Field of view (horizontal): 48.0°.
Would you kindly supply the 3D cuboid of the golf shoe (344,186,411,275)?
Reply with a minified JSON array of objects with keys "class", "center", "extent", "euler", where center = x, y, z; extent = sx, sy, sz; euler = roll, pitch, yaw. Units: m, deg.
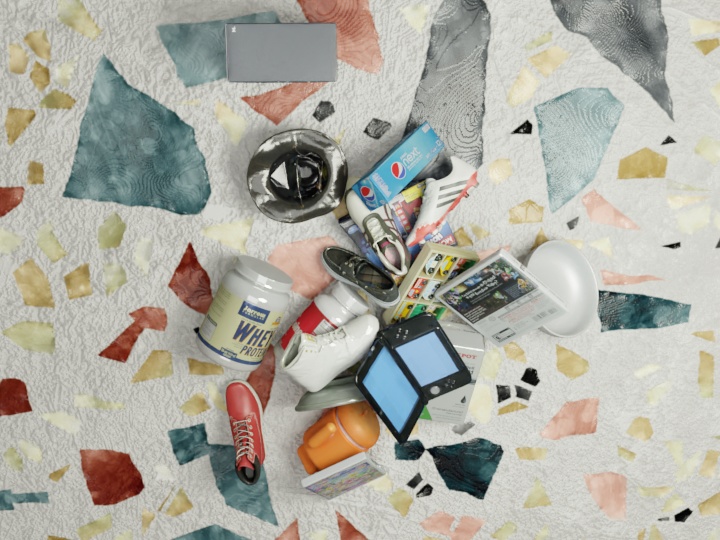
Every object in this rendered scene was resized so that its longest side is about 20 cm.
[{"class":"golf shoe","center":[0.040,-0.079,1.571],"extent":[0.077,0.088,0.200],"euler":[-33,101,7]}]

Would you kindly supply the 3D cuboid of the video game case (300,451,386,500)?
[{"class":"video game case","center":[-0.032,0.435,1.704],"extent":[0.143,0.200,0.018],"euler":[-25,63,3]}]

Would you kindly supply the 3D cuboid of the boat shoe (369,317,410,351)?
[{"class":"boat shoe","center":[0.049,0.168,1.662],"extent":[0.066,0.072,0.201],"euler":[15,134,-8]}]

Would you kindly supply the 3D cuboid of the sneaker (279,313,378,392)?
[{"class":"sneaker","center":[-0.064,0.143,1.560],"extent":[0.200,0.074,0.116],"euler":[-44,131,6]}]

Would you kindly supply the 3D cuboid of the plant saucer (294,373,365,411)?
[{"class":"plant saucer","center":[-0.040,0.244,1.652],"extent":[0.199,0.200,0.051],"euler":[-12,85,0]}]

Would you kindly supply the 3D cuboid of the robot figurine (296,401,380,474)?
[{"class":"robot figurine","center":[-0.040,0.350,1.703],"extent":[0.200,0.117,0.144],"euler":[-41,113,18]}]

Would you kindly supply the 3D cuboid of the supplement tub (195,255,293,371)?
[{"class":"supplement tub","center":[-0.231,0.086,1.628],"extent":[0.144,0.145,0.201],"euler":[25,101,-7]}]

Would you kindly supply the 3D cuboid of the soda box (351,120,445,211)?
[{"class":"soda box","center":[0.074,-0.202,1.561],"extent":[0.064,0.068,0.200],"euler":[51,58,-11]}]

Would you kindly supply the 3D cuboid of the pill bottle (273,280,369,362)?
[{"class":"pill bottle","center":[-0.077,0.123,1.660],"extent":[0.112,0.112,0.200],"euler":[40,98,-10]}]

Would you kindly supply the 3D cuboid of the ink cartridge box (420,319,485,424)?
[{"class":"ink cartridge box","center":[0.165,0.210,1.677],"extent":[0.146,0.083,0.201],"euler":[9,119,-3]}]

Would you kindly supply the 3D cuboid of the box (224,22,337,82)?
[{"class":"box","center":[-0.143,-0.402,1.504],"extent":[0.199,0.182,0.105],"euler":[-1,103,-2]}]

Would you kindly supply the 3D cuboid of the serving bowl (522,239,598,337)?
[{"class":"serving bowl","center":[0.393,0.042,1.657],"extent":[0.199,0.066,0.201],"euler":[7,76,-30]}]

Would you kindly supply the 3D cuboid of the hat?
[{"class":"hat","center":[-0.127,-0.192,1.606],"extent":[0.199,0.081,0.202],"euler":[-3,106,-10]}]

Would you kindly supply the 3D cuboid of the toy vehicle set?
[{"class":"toy vehicle set","center":[0.142,0.036,1.633],"extent":[0.124,0.027,0.200],"euler":[8,126,-30]}]

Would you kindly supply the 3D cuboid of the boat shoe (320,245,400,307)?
[{"class":"boat shoe","center":[0.000,0.000,1.617],"extent":[0.200,0.057,0.069],"euler":[33,64,25]}]

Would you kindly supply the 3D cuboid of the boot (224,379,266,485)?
[{"class":"boot","center":[-0.242,0.337,1.685],"extent":[0.072,0.144,0.201],"euler":[-12,101,2]}]

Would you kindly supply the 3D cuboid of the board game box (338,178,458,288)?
[{"class":"board game box","center":[0.086,-0.057,1.652],"extent":[0.199,0.062,0.201],"euler":[-26,103,3]}]

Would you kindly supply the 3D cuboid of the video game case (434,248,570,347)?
[{"class":"video game case","center":[0.271,0.058,1.565],"extent":[0.182,0.023,0.200],"euler":[38,139,-14]}]

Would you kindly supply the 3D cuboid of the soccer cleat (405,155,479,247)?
[{"class":"soccer cleat","center":[0.146,-0.134,1.578],"extent":[0.085,0.069,0.200],"euler":[42,95,1]}]

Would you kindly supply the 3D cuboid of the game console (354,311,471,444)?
[{"class":"game console","center":[0.106,0.208,1.556],"extent":[0.170,0.119,0.200],"euler":[-25,120,16]}]
